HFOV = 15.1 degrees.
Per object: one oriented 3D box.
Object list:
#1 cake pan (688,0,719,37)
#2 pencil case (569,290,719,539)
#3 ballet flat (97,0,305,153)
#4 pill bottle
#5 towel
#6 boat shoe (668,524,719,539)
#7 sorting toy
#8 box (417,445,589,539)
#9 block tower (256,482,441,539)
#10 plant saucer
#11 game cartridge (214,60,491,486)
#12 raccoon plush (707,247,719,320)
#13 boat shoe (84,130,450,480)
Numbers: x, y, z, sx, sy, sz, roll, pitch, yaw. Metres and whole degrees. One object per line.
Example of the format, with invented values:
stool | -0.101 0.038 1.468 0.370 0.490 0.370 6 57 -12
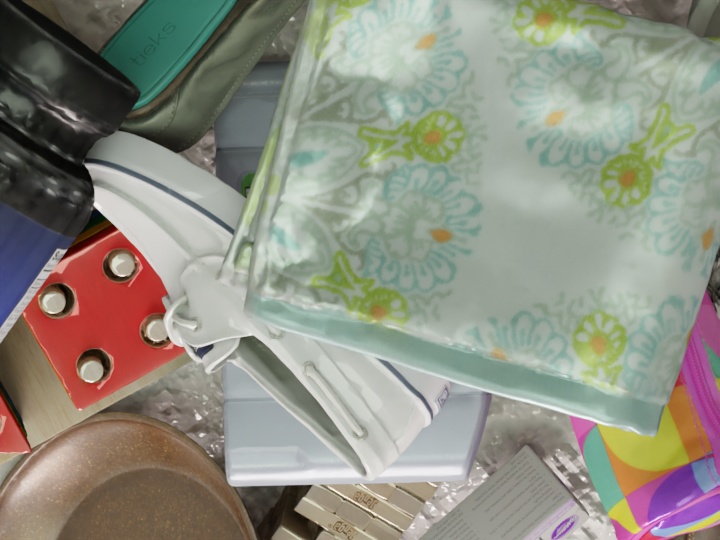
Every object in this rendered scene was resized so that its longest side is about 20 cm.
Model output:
cake pan | 0.233 -0.105 1.203 0.200 0.037 0.200 -6 130 -7
pencil case | 0.122 0.025 1.206 0.088 0.088 0.200 -28 72 16
ballet flat | -0.047 -0.136 1.243 0.200 0.064 0.067 -49 60 0
pill bottle | -0.186 -0.021 1.178 0.112 0.112 0.200 35 95 -9
towel | 0.055 -0.038 1.150 0.200 0.048 0.171 17 94 9
boat shoe | 0.145 0.189 1.359 0.070 0.070 0.200 10 105 -6
sorting toy | -0.189 0.000 1.278 0.199 0.070 0.200 -29 109 -4
box | 0.023 0.169 1.337 0.200 0.039 0.041 -42 63 0
block tower | -0.009 0.120 1.351 0.054 0.058 0.200 32 113 -7
plant saucer | -0.113 0.170 1.347 0.200 0.037 0.200 -4 84 38
game cartridge | 0.000 0.000 1.274 0.133 0.040 0.200 -2 90 3
raccoon plush | 0.167 0.031 1.254 0.200 0.134 0.097 40 112 -11
boat shoe | -0.054 0.015 1.217 0.200 0.074 0.065 37 71 4
